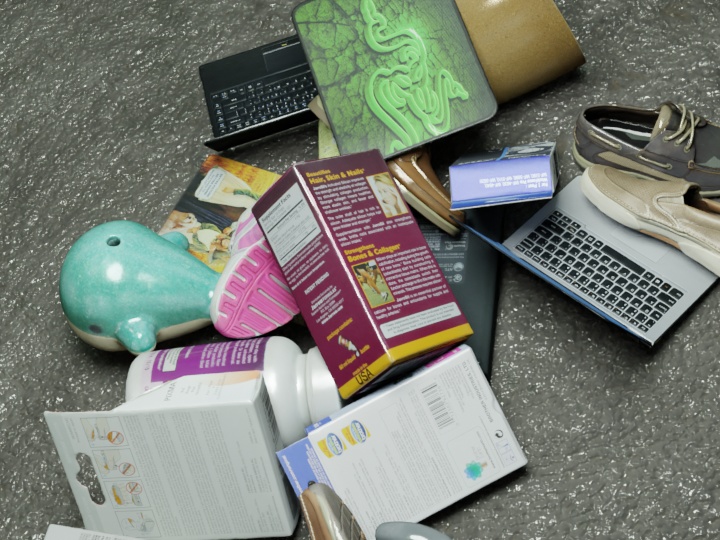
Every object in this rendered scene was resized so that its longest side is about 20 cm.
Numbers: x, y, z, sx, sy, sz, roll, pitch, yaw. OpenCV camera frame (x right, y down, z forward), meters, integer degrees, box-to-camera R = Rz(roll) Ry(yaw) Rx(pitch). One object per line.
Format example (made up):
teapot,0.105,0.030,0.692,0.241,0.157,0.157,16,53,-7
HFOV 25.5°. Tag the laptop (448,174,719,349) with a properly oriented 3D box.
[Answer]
laptop,0.216,-0.025,1.480,0.187,0.116,0.200,35,61,29

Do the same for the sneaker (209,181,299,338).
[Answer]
sneaker,-0.087,-0.014,1.537,0.088,0.081,0.201,-11,39,51

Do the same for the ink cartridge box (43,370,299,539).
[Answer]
ink cartridge box,-0.166,0.172,1.437,0.198,0.163,0.050,-3,34,15

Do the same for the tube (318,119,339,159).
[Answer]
tube,-0.015,-0.075,1.601,0.051,0.058,0.201,12,49,-18

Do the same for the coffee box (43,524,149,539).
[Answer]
coffee box,-0.176,0.292,1.388,0.198,0.113,0.080,6,58,17

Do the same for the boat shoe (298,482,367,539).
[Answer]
boat shoe,-0.019,0.281,1.355,0.071,0.076,0.202,-24,72,11

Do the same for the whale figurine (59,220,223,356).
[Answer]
whale figurine,-0.198,0.010,1.559,0.198,0.104,0.160,5,46,12

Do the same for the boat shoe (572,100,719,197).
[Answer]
boat shoe,0.303,-0.123,1.570,0.198,0.074,0.075,5,58,18

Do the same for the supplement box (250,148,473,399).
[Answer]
supplement box,0.000,0.000,1.450,0.110,0.086,0.201,-15,73,-42

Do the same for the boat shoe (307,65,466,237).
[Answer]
boat shoe,0.038,-0.120,1.561,0.200,0.072,0.068,44,93,8

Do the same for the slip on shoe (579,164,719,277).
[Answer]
slip on shoe,0.301,-0.060,1.516,0.199,0.061,0.076,35,33,30

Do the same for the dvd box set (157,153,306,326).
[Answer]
dvd box set,-0.107,-0.034,1.643,0.198,0.029,0.147,19,63,26

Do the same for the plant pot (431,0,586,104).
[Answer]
plant pot,0.102,-0.235,1.652,0.199,0.186,0.187,-35,54,6

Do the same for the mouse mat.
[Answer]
mouse mat,0.031,-0.206,1.558,0.160,0.008,0.202,-21,67,1

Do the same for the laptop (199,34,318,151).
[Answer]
laptop,-0.089,-0.204,1.709,0.176,0.104,0.201,-17,54,2

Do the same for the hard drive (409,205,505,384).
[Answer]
hard drive,0.066,0.019,1.560,0.138,0.033,0.202,0,56,14

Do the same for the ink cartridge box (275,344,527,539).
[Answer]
ink cartridge box,0.035,0.164,1.425,0.199,0.042,0.120,-28,97,-7

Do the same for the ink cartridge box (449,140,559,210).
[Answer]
ink cartridge box,0.140,-0.094,1.535,0.098,0.200,0.040,-6,100,9

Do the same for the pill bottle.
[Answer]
pill bottle,-0.110,0.121,1.486,0.198,0.113,0.113,-8,55,10

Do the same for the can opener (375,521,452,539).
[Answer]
can opener,0.109,0.258,1.371,0.198,0.067,0.053,4,56,11
